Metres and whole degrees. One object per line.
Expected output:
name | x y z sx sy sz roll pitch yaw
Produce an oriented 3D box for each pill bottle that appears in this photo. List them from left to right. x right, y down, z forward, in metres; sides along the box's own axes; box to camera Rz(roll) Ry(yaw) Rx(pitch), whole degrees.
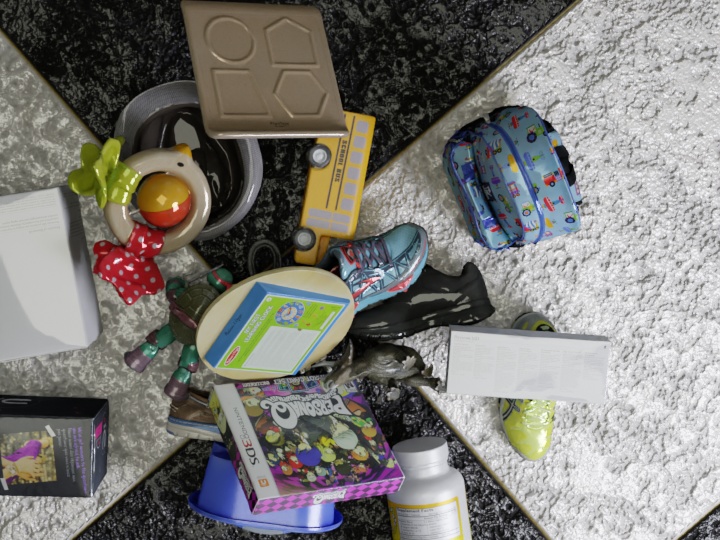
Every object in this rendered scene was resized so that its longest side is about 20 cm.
pill bottle | 0.091 0.325 1.484 0.104 0.104 0.200 -8 96 -3

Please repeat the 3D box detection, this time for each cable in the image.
cable | -0.117 0.062 1.482 0.097 0.050 0.200 -22 86 2

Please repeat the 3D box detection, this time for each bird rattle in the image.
bird rattle | -0.254 -0.068 1.339 0.163 0.113 0.200 -21 107 -14

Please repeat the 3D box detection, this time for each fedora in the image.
fedora | -0.214 -0.141 1.419 0.177 0.090 0.200 -25 103 1

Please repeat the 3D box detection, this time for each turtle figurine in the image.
turtle figurine | -0.205 0.060 1.425 0.150 0.101 0.200 39 96 18

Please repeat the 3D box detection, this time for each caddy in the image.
caddy | -0.119 0.287 1.446 0.200 0.141 0.105 8 95 -4

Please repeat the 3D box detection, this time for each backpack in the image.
backpack | 0.192 -0.111 1.395 0.134 0.200 0.183 -22 98 -1

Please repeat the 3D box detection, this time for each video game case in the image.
video game case | -0.069 0.209 1.399 0.200 0.181 0.036 -2 134 -28

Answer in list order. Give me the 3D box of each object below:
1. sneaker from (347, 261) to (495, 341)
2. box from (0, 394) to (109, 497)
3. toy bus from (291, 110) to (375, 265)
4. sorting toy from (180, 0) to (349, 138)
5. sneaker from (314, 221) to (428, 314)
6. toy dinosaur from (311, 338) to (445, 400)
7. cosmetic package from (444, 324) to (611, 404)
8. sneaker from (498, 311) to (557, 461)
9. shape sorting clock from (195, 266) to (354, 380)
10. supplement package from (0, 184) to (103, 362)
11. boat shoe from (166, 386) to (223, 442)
sneaker | 0.072 0.041 1.476 0.200 0.076 0.091 -12 85 -7
box | -0.428 0.220 1.428 0.200 0.122 0.106 3 95 -5
toy bus | -0.038 -0.105 1.449 0.078 0.065 0.200 10 95 -6
sorting toy | -0.119 -0.243 1.381 0.185 0.036 0.200 -4 67 -27
sneaker | 0.000 0.000 1.422 0.200 0.096 0.079 -35 59 -5
toy dinosaur | 0.048 0.122 1.462 0.200 0.102 0.077 -1 113 -37
cosmetic package | 0.209 0.117 1.421 0.200 0.051 0.083 4 99 1
sneaker | 0.226 0.158 1.489 0.075 0.076 0.200 -3 97 -5
shape sorting clock | -0.104 0.066 1.377 0.200 0.200 0.039 -26 54 -1
supplement package | -0.406 0.000 1.406 0.120 0.121 0.200 -10 96 -3
boat shoe | -0.151 0.189 1.469 0.200 0.072 0.073 6 94 -5
